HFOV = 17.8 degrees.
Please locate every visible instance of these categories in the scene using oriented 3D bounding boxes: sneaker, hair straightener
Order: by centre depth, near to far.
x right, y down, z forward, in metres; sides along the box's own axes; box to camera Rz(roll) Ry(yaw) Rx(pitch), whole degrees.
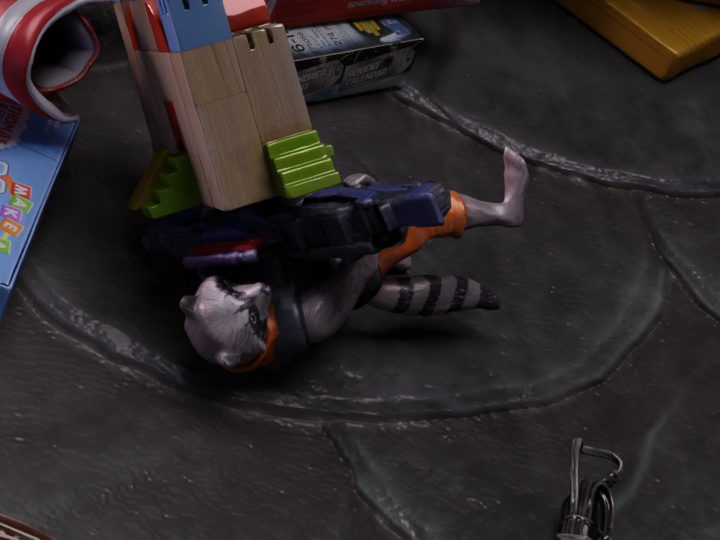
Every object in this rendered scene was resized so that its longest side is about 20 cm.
[{"bbox_3d":[0.105,0.141,1.032,0.041,0.077,0.200,9,38,6],"label":"hair straightener"},{"bbox_3d":[-0.169,-0.128,1.180,0.112,0.071,0.200,19,18,10],"label":"sneaker"}]

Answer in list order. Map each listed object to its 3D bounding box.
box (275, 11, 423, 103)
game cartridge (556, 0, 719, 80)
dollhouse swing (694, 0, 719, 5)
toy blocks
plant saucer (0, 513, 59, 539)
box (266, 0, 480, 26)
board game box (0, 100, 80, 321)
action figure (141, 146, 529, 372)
[{"bbox_3d":[-0.076,-0.174,1.350,0.137,0.040,0.200,-16,52,-39],"label":"box"},{"bbox_3d":[0.197,-0.213,1.553,0.176,0.032,0.200,40,39,20],"label":"game cartridge"},{"bbox_3d":[0.177,-0.279,1.460,0.200,0.176,0.182,8,41,-16],"label":"dollhouse swing"},{"bbox_3d":[-0.076,-0.106,1.106,0.100,0.137,0.200,-18,11,-13],"label":"toy blocks"},{"bbox_3d":[-0.164,0.159,0.905,0.200,0.032,0.200,15,37,-11],"label":"plant saucer"},{"bbox_3d":[-0.012,-0.209,1.311,0.200,0.100,0.096,-12,50,-38],"label":"box"},{"bbox_3d":[-0.249,-0.057,1.114,0.200,0.037,0.151,19,36,-5],"label":"board game box"},{"bbox_3d":[0.000,0.000,1.113,0.193,0.105,0.200,-23,13,-36],"label":"action figure"}]
